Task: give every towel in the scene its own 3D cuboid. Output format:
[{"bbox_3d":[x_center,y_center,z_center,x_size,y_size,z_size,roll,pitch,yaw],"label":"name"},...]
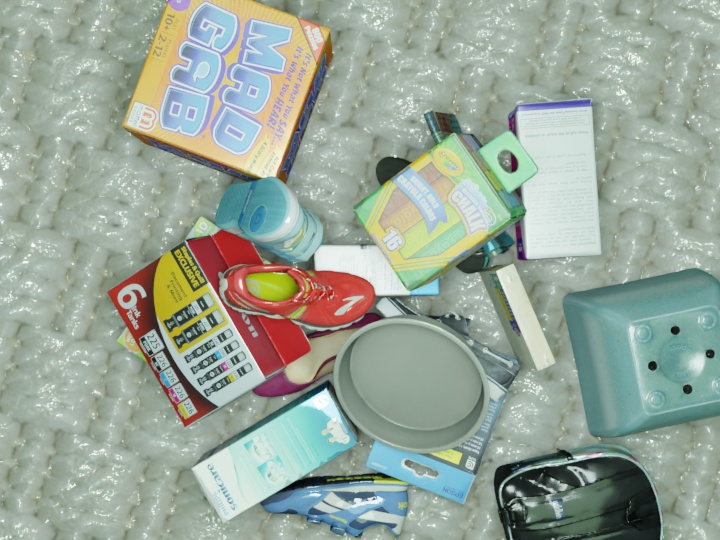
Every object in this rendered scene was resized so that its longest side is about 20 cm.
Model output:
[{"bbox_3d":[0.143,-0.113,1.728,0.022,0.147,0.201,-24,88,15],"label":"towel"}]

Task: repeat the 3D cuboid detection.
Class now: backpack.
[{"bbox_3d":[0.283,0.313,1.719,0.199,0.151,0.178,-15,92,7],"label":"backpack"}]

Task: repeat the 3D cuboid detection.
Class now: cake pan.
[{"bbox_3d":[0.066,0.138,1.669,0.199,0.037,0.201,8,121,13],"label":"cake pan"}]

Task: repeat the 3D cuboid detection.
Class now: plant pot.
[{"bbox_3d":[0.385,0.107,1.699,0.195,0.200,0.197,-12,89,-1],"label":"plant pot"}]

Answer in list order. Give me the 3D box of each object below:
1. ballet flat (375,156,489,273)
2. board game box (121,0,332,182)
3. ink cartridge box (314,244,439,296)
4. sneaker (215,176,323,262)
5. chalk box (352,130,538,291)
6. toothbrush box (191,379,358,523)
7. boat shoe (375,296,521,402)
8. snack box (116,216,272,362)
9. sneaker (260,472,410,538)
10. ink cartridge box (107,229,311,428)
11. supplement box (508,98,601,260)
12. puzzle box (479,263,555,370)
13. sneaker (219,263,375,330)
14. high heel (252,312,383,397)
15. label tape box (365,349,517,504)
[{"bbox_3d":[0.104,-0.084,1.759,0.200,0.068,0.068,46,64,2],"label":"ballet flat"},{"bbox_3d":[-0.162,-0.230,1.699,0.199,0.200,0.201,20,89,0],"label":"board game box"},{"bbox_3d":[0.000,0.000,1.738,0.199,0.116,0.068,0,89,-1],"label":"ink cartridge box"},{"bbox_3d":[-0.083,-0.055,1.613,0.130,0.200,0.080,25,87,-27],"label":"sneaker"},{"bbox_3d":[0.115,-0.084,1.598,0.200,0.124,0.125,-37,84,16],"label":"chalk box"},{"bbox_3d":[-0.106,0.230,1.720,0.200,0.146,0.086,-32,90,0],"label":"toothbrush box"},{"bbox_3d":[0.114,0.084,1.698,0.200,0.072,0.068,36,90,1],"label":"boat shoe"},{"bbox_3d":[-0.206,0.050,1.767,0.142,0.053,0.200,34,90,2],"label":"snack box"},{"bbox_3d":[-0.032,0.313,1.756,0.199,0.074,0.083,-2,93,2],"label":"sneaker"},{"bbox_3d":[-0.187,0.063,1.676,0.175,0.084,0.201,-32,87,18],"label":"ink cartridge box"},{"bbox_3d":[0.253,-0.115,1.749,0.103,0.101,0.201,-5,89,0],"label":"supplement box"},{"bbox_3d":[0.197,0.057,1.698,0.025,0.200,0.134,-23,91,-1],"label":"puzzle box"},{"bbox_3d":[-0.071,0.030,1.623,0.199,0.085,0.077,4,81,-19],"label":"sneaker"},{"bbox_3d":[-0.056,0.110,1.746,0.199,0.096,0.068,-31,90,-1],"label":"high heel"},{"bbox_3d":[0.106,0.186,1.763,0.143,0.066,0.201,21,91,1],"label":"label tape box"}]
